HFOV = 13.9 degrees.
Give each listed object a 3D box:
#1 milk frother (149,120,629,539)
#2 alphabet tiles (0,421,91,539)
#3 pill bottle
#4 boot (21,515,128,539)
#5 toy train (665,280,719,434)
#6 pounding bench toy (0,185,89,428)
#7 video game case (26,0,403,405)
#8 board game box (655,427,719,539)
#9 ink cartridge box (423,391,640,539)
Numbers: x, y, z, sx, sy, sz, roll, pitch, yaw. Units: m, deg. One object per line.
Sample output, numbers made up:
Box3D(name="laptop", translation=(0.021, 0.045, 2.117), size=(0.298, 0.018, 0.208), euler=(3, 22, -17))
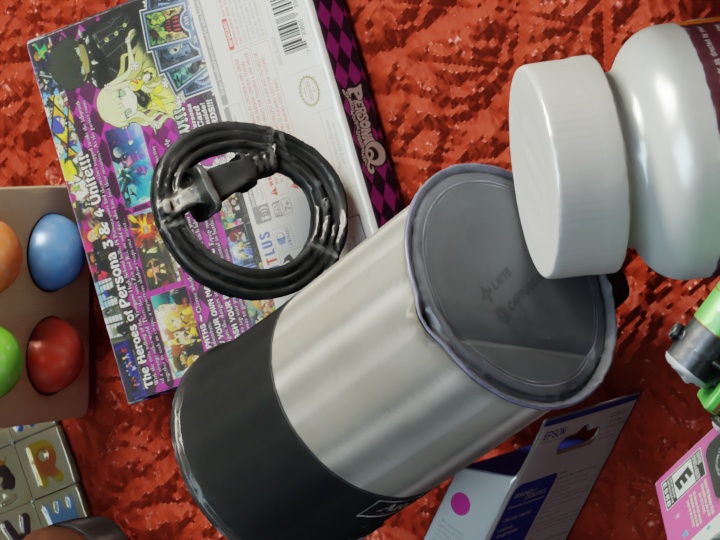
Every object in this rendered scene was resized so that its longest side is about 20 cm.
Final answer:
Box3D(name="milk frother", translation=(0.000, 0.000, 1.341), size=(0.200, 0.180, 0.188), euler=(50, 133, -4))
Box3D(name="alphabet tiles", translation=(-0.228, 0.111, 1.646), size=(0.166, 0.006, 0.201), euler=(-23, 84, 33))
Box3D(name="pill bottle", translation=(0.169, -0.055, 1.249), size=(0.199, 0.110, 0.110), euler=(-7, 93, -8))
Box3D(name="boot", translation=(-0.169, 0.232, 1.507), size=(0.068, 0.200, 0.189), euler=(-4, 97, 29))
Box3D(name="toy train", translation=(0.194, -0.021, 1.186), size=(0.056, 0.042, 0.200), euler=(36, 97, -7))
Box3D(name="pounding bench toy", translation=(-0.247, 0.018, 1.524), size=(0.155, 0.200, 0.125), euler=(3, 94, 31))
Box3D(name="video game case", translation=(-0.070, -0.049, 1.504), size=(0.181, 0.036, 0.201), euler=(-19, 87, 32))
Box3D(name="board game box", translation=(0.215, 0.083, 1.180), size=(0.200, 0.064, 0.148), euler=(-45, 29, 26))
Box3D(name="ink cartridge box", translation=(0.060, 0.140, 1.411), size=(0.037, 0.095, 0.200), euler=(37, 114, 24))
